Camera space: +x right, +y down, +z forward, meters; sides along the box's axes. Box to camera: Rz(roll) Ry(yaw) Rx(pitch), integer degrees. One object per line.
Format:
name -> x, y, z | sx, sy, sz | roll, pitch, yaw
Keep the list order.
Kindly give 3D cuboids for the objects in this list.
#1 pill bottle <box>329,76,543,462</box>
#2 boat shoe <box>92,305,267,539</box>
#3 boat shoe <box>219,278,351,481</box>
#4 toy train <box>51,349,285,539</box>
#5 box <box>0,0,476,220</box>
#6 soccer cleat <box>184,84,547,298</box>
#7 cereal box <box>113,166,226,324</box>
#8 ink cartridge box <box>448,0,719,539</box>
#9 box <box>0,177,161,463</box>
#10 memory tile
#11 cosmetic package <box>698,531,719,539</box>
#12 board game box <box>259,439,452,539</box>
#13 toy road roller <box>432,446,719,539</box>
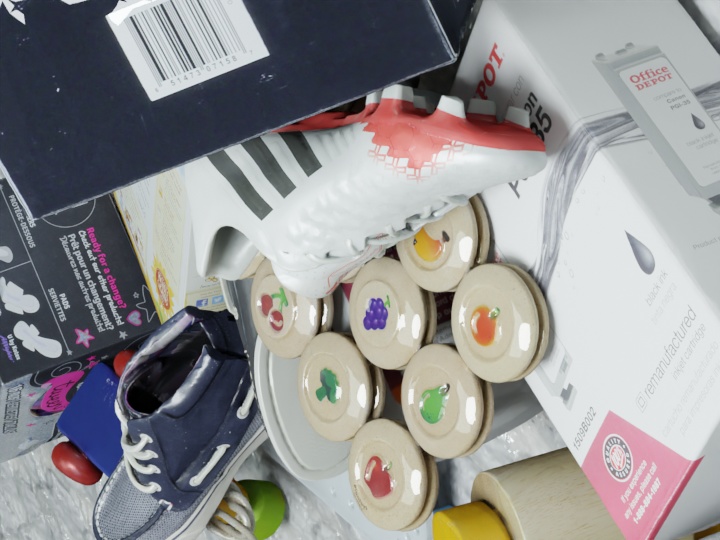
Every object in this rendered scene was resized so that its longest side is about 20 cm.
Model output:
pill bottle -> 0.014, -0.015, 1.168 | 0.200, 0.114, 0.114 | 65, 153, 14
boat shoe -> -0.110, 0.089, 1.348 | 0.200, 0.093, 0.075 | -50, 52, 26
boat shoe -> -0.039, 0.008, 1.271 | 0.060, 0.074, 0.200 | 4, 106, 61
toy train -> -0.085, 0.136, 1.467 | 0.200, 0.116, 0.085 | 37, 94, 40
box -> -0.053, -0.133, 1.023 | 0.104, 0.200, 0.182 | 62, -158, -20
soccer cleat -> -0.001, -0.030, 1.012 | 0.200, 0.069, 0.085 | 2, 88, 46
cereal box -> -0.104, -0.060, 1.406 | 0.200, 0.039, 0.144 | 102, 152, -52
ink cartridge box -> 0.114, -0.009, 1.014 | 0.200, 0.083, 0.147 | 58, 151, 27
box -> -0.205, 0.028, 1.581 | 0.132, 0.115, 0.200 | 65, 164, 13
memory tile -> 0.000, 0.000, 1.080 | 0.200, 0.017, 0.153 | 57, 133, 28
cosmetic package -> 0.187, 0.198, 0.984 | 0.200, 0.102, 0.074 | 66, 153, 16
board game box -> -0.010, 0.042, 1.346 | 0.200, 0.026, 0.200 | 35, 135, 51
toy road roller -> 0.092, 0.160, 1.126 | 0.146, 0.123, 0.200 | -139, 38, -64
